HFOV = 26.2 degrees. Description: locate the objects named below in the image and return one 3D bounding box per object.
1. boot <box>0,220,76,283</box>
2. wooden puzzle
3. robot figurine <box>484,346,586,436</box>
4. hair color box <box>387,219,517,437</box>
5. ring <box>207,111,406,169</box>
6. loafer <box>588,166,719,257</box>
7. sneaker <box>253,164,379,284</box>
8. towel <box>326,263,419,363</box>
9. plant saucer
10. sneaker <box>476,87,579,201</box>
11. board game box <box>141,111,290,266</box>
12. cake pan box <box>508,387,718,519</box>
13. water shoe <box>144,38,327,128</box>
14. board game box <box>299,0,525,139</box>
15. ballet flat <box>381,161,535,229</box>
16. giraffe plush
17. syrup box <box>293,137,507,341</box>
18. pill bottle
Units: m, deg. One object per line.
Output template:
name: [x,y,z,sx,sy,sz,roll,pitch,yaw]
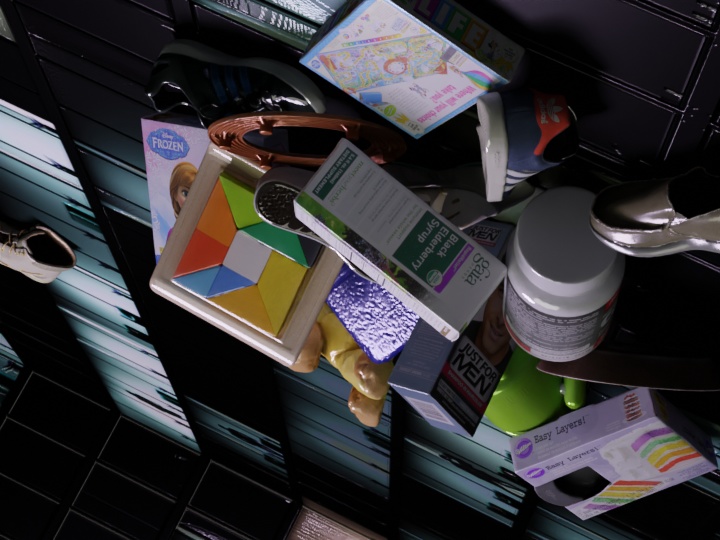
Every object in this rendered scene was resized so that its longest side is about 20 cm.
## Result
boot: [-0.567,-0.047,2.527,0.199,0.073,0.154,29,163,-19]
wooden puzzle: [-0.116,-0.015,1.647,0.184,0.201,0.037,28,-156,4]
robot figurine: [0.182,0.123,1.822,0.174,0.117,0.200,3,151,36]
hair color box: [0.115,0.058,1.603,0.060,0.201,0.099,12,157,40]
ring: [-0.053,-0.122,1.526,0.198,0.019,0.201,3,170,1]
loafer: [0.271,-0.058,1.292,0.199,0.076,0.070,2,138,45]
sneaker: [-0.010,-0.054,1.560,0.199,0.073,0.085,29,-158,-9]
towel: [0.005,-0.007,1.679,0.201,0.049,0.147,53,137,1]
plant saucer: [0.285,0.096,1.618,0.197,0.035,0.200,5,-179,0]
sneaker: [0.145,-0.108,1.335,0.083,0.076,0.200,-9,173,3]
board game box: [-0.157,-0.067,1.726,0.198,0.041,0.202,12,114,39]
cake pan box: [0.298,0.218,1.835,0.198,0.053,0.184,-25,140,23]
water shoe: [-0.124,-0.168,1.535,0.198,0.080,0.072,18,160,29]
board game box: [0.039,-0.184,1.326,0.134,0.034,0.200,33,161,-13]
ballet flat: [0.088,-0.069,1.521,0.199,0.064,0.067,7,157,48]
giraffe plush: [-0.033,0.081,1.931,0.160,0.175,0.200,14,-167,0]
syrup box: [0.037,-0.027,1.464,0.199,0.079,0.081,38,172,4]
pill bottle: [0.194,0.004,1.483,0.113,0.115,0.200,24,162,12]
